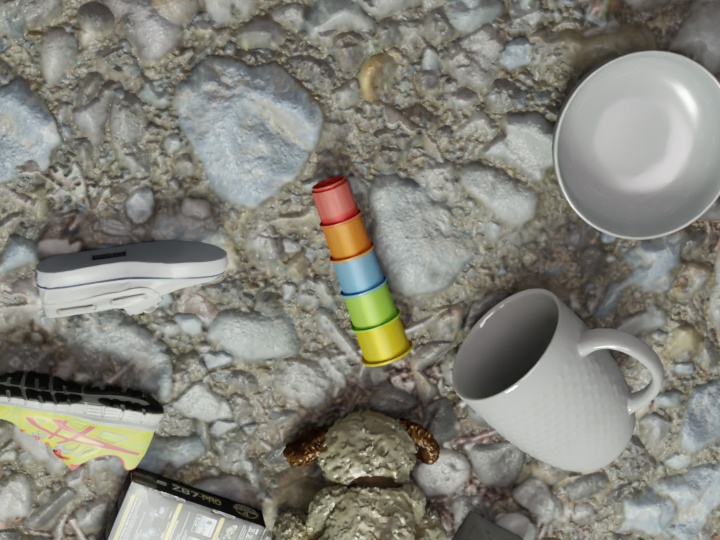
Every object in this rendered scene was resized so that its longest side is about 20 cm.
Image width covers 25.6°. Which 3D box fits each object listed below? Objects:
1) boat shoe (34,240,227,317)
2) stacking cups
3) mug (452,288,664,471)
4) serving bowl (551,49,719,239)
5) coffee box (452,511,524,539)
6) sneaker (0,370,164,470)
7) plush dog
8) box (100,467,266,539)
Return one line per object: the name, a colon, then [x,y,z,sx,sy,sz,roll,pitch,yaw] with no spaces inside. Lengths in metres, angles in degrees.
boat shoe: [-0.234,0.012,1.640,0.198,0.074,0.066,-4,112,3]
stacking cups: [0.000,0.000,1.670,0.060,0.061,0.201,-19,108,-3]
mug: [0.226,0.120,1.678,0.199,0.148,0.175,-26,123,36]
serving bowl: [0.292,-0.137,1.673,0.198,0.066,0.202,-2,106,-8]
coffee box: [0.113,0.389,1.772,0.079,0.113,0.201,29,100,-15]
sneaker: [-0.311,0.166,1.663,0.198,0.078,0.091,12,106,-12]
plush dog: [0.004,0.239,1.709,0.198,0.160,0.173,-2,80,-10]
box: [-0.214,0.335,1.741,0.160,0.049,0.201,20,102,-15]
